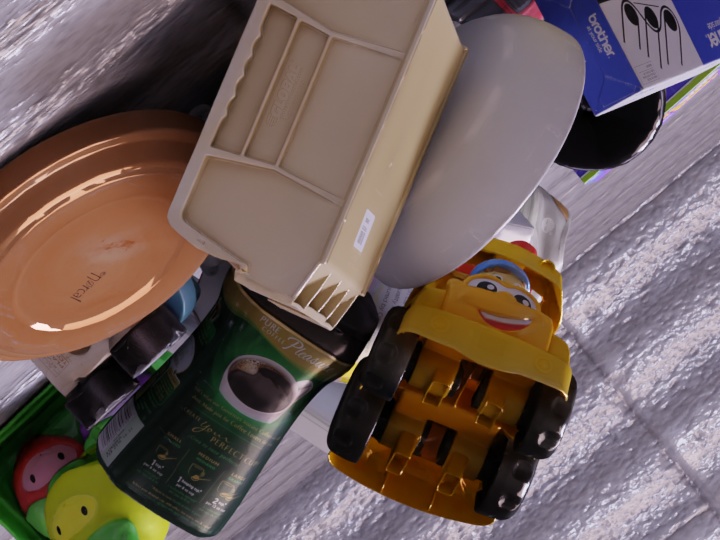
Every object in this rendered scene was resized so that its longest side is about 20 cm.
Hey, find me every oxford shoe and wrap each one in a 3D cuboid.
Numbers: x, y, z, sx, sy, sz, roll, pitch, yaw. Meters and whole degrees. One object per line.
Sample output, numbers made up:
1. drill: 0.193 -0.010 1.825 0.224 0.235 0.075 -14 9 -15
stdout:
1. oxford shoe: 0.106 0.031 1.808 0.058 0.075 0.201 12 102 -28

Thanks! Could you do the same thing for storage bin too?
1. storage bin: -0.022 -0.078 1.432 0.200 0.093 0.199 44 69 -82

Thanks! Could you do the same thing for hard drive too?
1. hard drive: -0.057 0.079 1.807 0.026 0.200 0.132 -53 -169 12

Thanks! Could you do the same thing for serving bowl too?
1. serving bowl: 0.051 -0.088 1.586 0.200 0.066 0.200 -43 -155 26

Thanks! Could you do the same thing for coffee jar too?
1. coffee jar: -0.081 0.074 1.652 0.200 0.104 0.085 -50 -160 13

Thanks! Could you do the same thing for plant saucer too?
1. plant saucer: -0.159 -0.013 1.459 0.200 0.032 0.201 -26 151 -15

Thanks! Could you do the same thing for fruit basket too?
1. fruit basket: -0.207 0.161 1.935 0.216 0.156 0.216 -44 -175 5

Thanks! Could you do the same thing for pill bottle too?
1. pill bottle: 0.175 -0.162 1.860 0.112 0.112 0.200 -42 -165 23

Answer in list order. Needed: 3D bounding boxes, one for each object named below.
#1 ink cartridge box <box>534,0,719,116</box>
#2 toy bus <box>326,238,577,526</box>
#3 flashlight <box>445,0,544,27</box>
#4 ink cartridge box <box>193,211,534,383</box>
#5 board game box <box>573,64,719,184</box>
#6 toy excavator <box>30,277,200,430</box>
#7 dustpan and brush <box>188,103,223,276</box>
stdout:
1. ink cartridge box: 0.197 -0.173 1.720 0.044 0.094 0.200 -28 178 31
2. toy bus: 0.078 0.045 1.636 0.200 0.135 0.192 115 -2 -57
3. flashlight: 0.141 -0.215 1.779 0.200 0.068 0.068 -39 135 -22
4. ink cartridge box: 0.000 0.000 1.743 0.199 0.086 0.148 11 112 -28
5. board game box: 0.216 -0.185 1.985 0.200 0.135 0.045 -42 171 21
6. toy excavator: -0.160 0.023 1.685 0.194 0.100 0.200 -44 178 39
7. dustpan and brush: -0.091 -0.051 1.592 0.140 0.057 0.200 -42 148 -26
